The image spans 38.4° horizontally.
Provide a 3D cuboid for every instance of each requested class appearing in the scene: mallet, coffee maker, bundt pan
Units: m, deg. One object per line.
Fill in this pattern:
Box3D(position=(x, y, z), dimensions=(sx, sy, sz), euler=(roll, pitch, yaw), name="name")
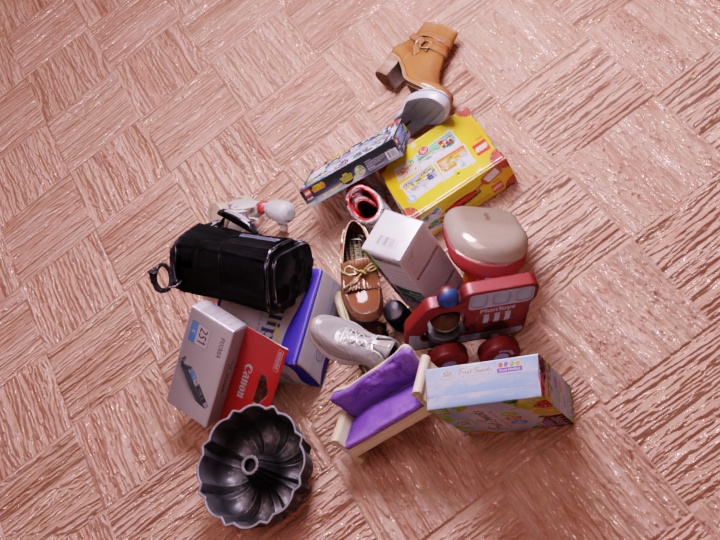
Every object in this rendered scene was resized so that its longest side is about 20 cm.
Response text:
Box3D(position=(0.113, 0.128, 1.691), dimensions=(0.041, 0.066, 0.200), euler=(-43, 67, -1), name="mallet")
Box3D(position=(-0.205, 0.004, 1.709), dimensions=(0.199, 0.135, 0.192), euler=(11, 45, 31), name="coffee maker")
Box3D(position=(-0.162, 0.322, 1.676), dimensions=(0.201, 0.076, 0.203), euler=(-10, 66, 22), name="bundt pan")

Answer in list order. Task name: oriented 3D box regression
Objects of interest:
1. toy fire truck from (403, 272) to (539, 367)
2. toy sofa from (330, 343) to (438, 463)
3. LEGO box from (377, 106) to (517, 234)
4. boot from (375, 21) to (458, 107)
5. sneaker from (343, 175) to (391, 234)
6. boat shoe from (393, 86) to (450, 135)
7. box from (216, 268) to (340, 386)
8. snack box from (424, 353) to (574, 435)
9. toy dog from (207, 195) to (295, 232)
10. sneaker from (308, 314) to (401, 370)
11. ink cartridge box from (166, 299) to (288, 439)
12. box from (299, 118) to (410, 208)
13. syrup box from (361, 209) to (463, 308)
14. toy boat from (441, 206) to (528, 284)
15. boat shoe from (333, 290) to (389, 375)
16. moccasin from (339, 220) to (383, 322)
Box3D(position=(0.166, 0.067, 1.592), dimensions=(0.199, 0.168, 0.113), euler=(-7, 55, -6), name="toy fire truck")
Box3D(position=(0.036, 0.206, 1.582), dimensions=(0.200, 0.098, 0.083), euler=(-36, 22, 35), name="toy sofa")
Box3D(position=(0.149, -0.169, 1.818), dimensions=(0.200, 0.077, 0.149), euler=(-33, 52, 6), name="LEGO box")
Box3D(position=(0.138, -0.395, 1.965), dimensions=(0.155, 0.074, 0.200), euler=(-47, 55, -10), name="boot")
Box3D(position=(0.006, -0.134, 1.851), dimensions=(0.067, 0.108, 0.202), euler=(-33, 52, 6), name="sneaker")
Box3D(position=(0.115, -0.302, 1.863), dimensions=(0.067, 0.073, 0.200), euler=(-56, 15, -15), name="boat shoe")
Box3D(position=(-0.150, 0.093, 1.797), dimensions=(0.199, 0.105, 0.185), euler=(2, 63, 28), name="box")
Box3D(position=(0.204, 0.184, 1.497), dimensions=(0.168, 0.200, 0.068), euler=(-10, 67, 21), name="snack box")
Box3D(position=(-0.202, -0.085, 1.933), dimensions=(0.131, 0.097, 0.200), euler=(-11, 13, -23), name="toy dog")
Box3D(position=(0.014, 0.119, 1.629), dimensions=(0.199, 0.092, 0.076), euler=(28, 63, 0), name="sneaker")
Box3D(position=(-0.225, 0.175, 1.723), dimensions=(0.176, 0.045, 0.201), euler=(29, 118, 20), name="ink cartridge box")
Box3D(position=(-0.008, -0.195, 1.862), dimensions=(0.199, 0.040, 0.137), euler=(-28, 15, 18), name="box")
Box3D(position=(0.088, -0.007, 1.674), dimensions=(0.079, 0.200, 0.082), euler=(20, 71, 35), name="syrup box")
Box3D(position=(0.197, -0.023, 1.675), dimensions=(0.130, 0.131, 0.200), euler=(5, 17, -1), name="toy boat")
Box3D(position=(0.013, 0.109, 1.724), dimensions=(0.067, 0.072, 0.201), euler=(-23, 57, 4), name="boat shoe")
Box3D(position=(0.002, 0.000, 1.727), dimensions=(0.073, 0.078, 0.202), euler=(-3, 49, 1), name="moccasin")
